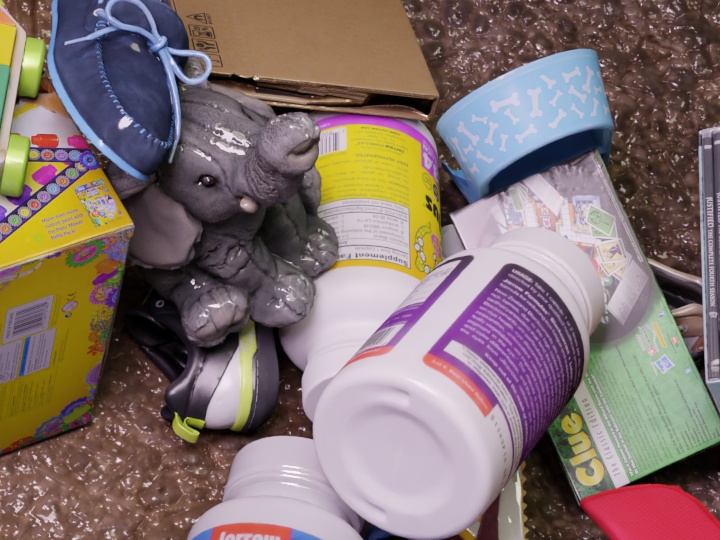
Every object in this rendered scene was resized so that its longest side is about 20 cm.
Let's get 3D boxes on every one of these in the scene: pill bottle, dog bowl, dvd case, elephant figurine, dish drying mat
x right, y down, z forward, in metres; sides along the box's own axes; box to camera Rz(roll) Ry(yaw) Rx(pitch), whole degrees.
[{"bbox_3d":[0.000,0.000,1.524,0.103,0.105,0.201,8,53,-12],"label":"pill bottle"},{"bbox_3d":[0.110,-0.081,1.573,0.111,0.200,0.050,-24,78,-2],"label":"dog bowl"},{"bbox_3d":[0.244,0.030,1.566,0.022,0.146,0.201,-9,51,19],"label":"dvd case"},{"bbox_3d":[0.064,0.056,1.400,0.111,0.112,0.200,34,40,9],"label":"pill bottle"},{"bbox_3d":[-0.088,-0.060,1.397,0.154,0.200,0.142,-14,58,4],"label":"elephant figurine"},{"bbox_3d":[-0.052,0.196,1.357,0.111,0.113,0.201,16,51,-6],"label":"pill bottle"},{"bbox_3d":[0.208,0.182,1.403,0.076,0.018,0.200,-4,32,-29],"label":"dish drying mat"}]

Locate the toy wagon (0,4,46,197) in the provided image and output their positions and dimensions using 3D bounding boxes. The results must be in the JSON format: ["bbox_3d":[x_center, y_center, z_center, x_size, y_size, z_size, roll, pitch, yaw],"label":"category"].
[{"bbox_3d":[-0.247,-0.115,1.315,0.154,0.040,0.201,10,53,-9],"label":"toy wagon"}]

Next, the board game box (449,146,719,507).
[{"bbox_3d":[0.142,0.035,1.531,0.104,0.023,0.201,-23,81,-3],"label":"board game box"}]

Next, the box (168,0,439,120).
[{"bbox_3d":[-0.045,-0.162,1.587,0.162,0.021,0.200,5,32,-15],"label":"box"}]

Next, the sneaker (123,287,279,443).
[{"bbox_3d":[-0.105,0.011,1.503,0.082,0.072,0.201,-3,55,-18],"label":"sneaker"}]

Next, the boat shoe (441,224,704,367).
[{"bbox_3d":[0.138,0.005,1.587,0.199,0.069,0.075,16,53,-5],"label":"boat shoe"}]

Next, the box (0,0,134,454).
[{"bbox_3d":[-0.235,-0.022,1.403,0.121,0.201,0.193,-19,61,-26],"label":"box"}]

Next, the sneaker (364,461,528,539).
[{"bbox_3d":[0.046,0.137,1.456,0.089,0.075,0.201,8,51,-19],"label":"sneaker"}]

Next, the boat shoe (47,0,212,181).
[{"bbox_3d":[-0.130,-0.126,1.344,0.084,0.069,0.201,41,17,-37],"label":"boat shoe"}]
